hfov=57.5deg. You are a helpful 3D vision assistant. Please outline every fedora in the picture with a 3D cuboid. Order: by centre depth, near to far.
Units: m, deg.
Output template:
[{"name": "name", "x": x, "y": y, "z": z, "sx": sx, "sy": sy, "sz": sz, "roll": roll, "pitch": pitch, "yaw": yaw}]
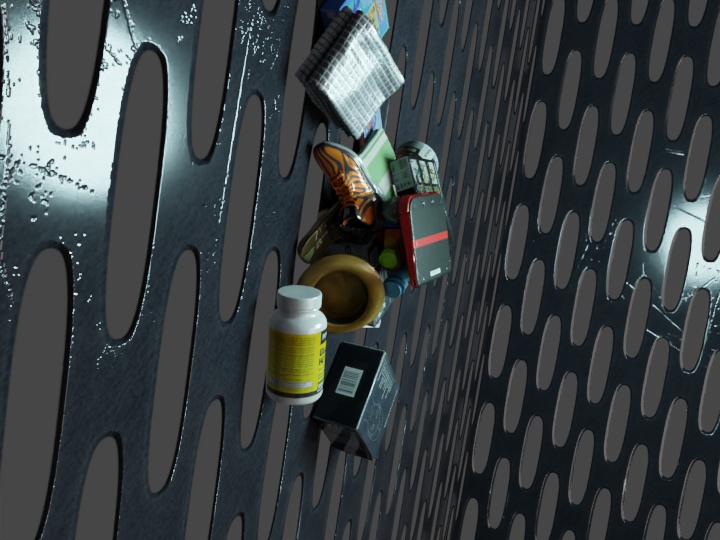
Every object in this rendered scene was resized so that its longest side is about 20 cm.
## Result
[{"name": "fedora", "x": -0.044, "y": 0.035, "z": 1.339, "sx": 0.083, "sy": 0.196, "sz": 0.204, "roll": -99, "pitch": -179, "yaw": -52}]

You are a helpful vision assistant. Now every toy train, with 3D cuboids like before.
[{"name": "toy train", "x": 0.064, "y": -0.054, "z": 1.318, "sx": 0.117, "sy": 0.083, "sz": 0.203, "roll": -66, "pitch": 150, "yaw": -51}]

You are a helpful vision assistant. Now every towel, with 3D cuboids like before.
[{"name": "towel", "x": -0.013, "y": -0.359, "z": 1.225, "sx": 0.167, "sy": 0.085, "sz": 0.200, "roll": -57, "pitch": 147, "yaw": -4}, {"name": "towel", "x": 0.057, "y": -0.189, "z": 1.424, "sx": 0.202, "sy": 0.023, "sz": 0.153, "roll": 61, "pitch": 36, "yaw": -25}]

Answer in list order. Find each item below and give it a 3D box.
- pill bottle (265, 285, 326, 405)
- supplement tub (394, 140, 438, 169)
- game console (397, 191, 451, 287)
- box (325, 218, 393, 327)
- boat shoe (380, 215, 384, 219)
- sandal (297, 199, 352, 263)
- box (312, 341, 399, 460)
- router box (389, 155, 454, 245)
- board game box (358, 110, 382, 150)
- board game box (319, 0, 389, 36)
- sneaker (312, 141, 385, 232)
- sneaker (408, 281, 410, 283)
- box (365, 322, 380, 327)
[{"name": "pill bottle", "x": -0.119, "y": 0.137, "z": 1.229, "sx": 0.112, "sy": 0.110, "sz": 0.205, "roll": -26, "pitch": 124, "yaw": -62}, {"name": "supplement tub", "x": 0.107, "y": -0.220, "z": 1.604, "sx": 0.201, "sy": 0.120, "sz": 0.125, "roll": -56, "pitch": 148, "yaw": -45}, {"name": "game console", "x": 0.134, "y": -0.068, "z": 1.345, "sx": 0.199, "sy": 0.030, "sz": 0.181, "roll": -18, "pitch": 103, "yaw": -60}, {"name": "box", "x": 0.000, "y": 0.000, "z": 1.456, "sx": 0.132, "sy": 0.112, "sz": 0.204, "roll": -50, "pitch": 142, "yaw": -47}, {"name": "boat shoe", "x": 0.012, "y": -0.134, "z": 1.484, "sx": 0.202, "sy": 0.071, "sz": 0.073, "roll": 62, "pitch": 29, "yaw": -27}, {"name": "sandal", "x": -0.068, "y": -0.090, "z": 1.340, "sx": 0.200, "sy": 0.053, "sz": 0.082, "roll": -44, "pitch": 134, "yaw": -32}, {"name": "box", "x": -0.004, "y": 0.315, "z": 1.577, "sx": 0.198, "sy": 0.121, "sz": 0.203, "roll": 67, "pitch": 39, "yaw": -51}, {"name": "router box", "x": 0.139, "y": -0.147, "z": 1.462, "sx": 0.148, "sy": 0.050, "sz": 0.205, "roll": -6, "pitch": 83, "yaw": -58}, {"name": "board game box", "x": 0.023, "y": -0.296, "z": 1.446, "sx": 0.103, "sy": 0.019, "sz": 0.205, "roll": -31, "pitch": 116, "yaw": -62}, {"name": "board game box", "x": -0.007, "y": -0.499, "z": 1.302, "sx": 0.154, "sy": 0.044, "sz": 0.202, "roll": 74, "pitch": 35, "yaw": -47}, {"name": "sneaker", "x": -0.025, "y": -0.154, "z": 1.283, "sx": 0.199, "sy": 0.077, "sz": 0.114, "roll": 41, "pitch": 48, "yaw": -29}, {"name": "sneaker", "x": 0.127, "y": -0.040, "z": 1.540, "sx": 0.202, "sy": 0.082, "sz": 0.123, "roll": -68, "pitch": 154, "yaw": -48}, {"name": "box", "x": -0.001, "y": 0.117, "z": 1.602, "sx": 0.199, "sy": 0.041, "sz": 0.040, "roll": 12, "pitch": 90, "yaw": -69}]
